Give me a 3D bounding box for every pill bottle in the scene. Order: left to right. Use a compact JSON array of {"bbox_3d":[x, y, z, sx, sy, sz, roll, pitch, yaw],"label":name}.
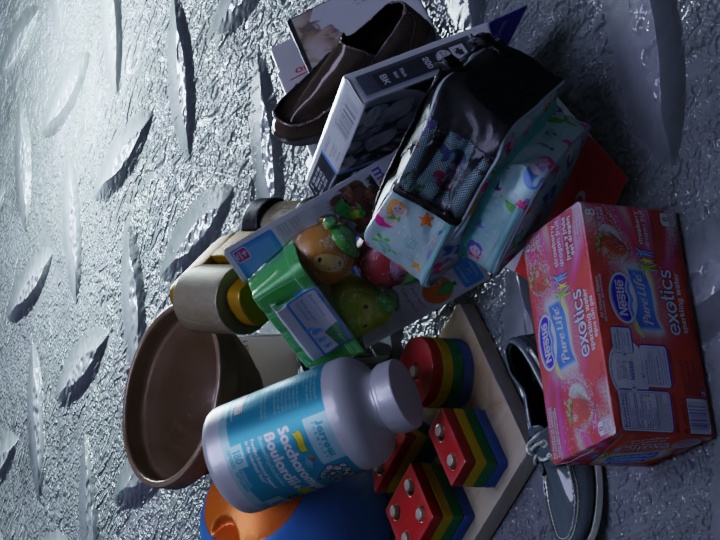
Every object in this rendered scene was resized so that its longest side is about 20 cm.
[{"bbox_3d":[-0.043,0.151,1.674,0.200,0.111,0.111,-24,58,20],"label":"pill bottle"}]

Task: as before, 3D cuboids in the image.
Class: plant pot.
[{"bbox_3d":[-0.168,0.139,1.880,0.201,0.093,0.201,-22,61,49],"label":"plant pot"}]

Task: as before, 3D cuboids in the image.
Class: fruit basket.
[{"bbox_3d":[0.000,0.000,1.666,0.200,0.185,0.094,-26,36,12],"label":"fruit basket"}]

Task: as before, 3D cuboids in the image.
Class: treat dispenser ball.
[{"bbox_3d":[-0.067,0.267,1.824,0.201,0.201,0.201,-18,69,61],"label":"treat dispenser ball"}]

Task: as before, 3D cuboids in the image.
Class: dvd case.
[{"bbox_3d":[0.011,-0.233,1.852,0.018,0.143,0.200,61,-175,-48],"label":"dvd case"}]

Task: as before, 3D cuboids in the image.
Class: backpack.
[{"bbox_3d":[0.096,-0.081,1.525,0.151,0.178,0.200,38,125,6],"label":"backpack"}]

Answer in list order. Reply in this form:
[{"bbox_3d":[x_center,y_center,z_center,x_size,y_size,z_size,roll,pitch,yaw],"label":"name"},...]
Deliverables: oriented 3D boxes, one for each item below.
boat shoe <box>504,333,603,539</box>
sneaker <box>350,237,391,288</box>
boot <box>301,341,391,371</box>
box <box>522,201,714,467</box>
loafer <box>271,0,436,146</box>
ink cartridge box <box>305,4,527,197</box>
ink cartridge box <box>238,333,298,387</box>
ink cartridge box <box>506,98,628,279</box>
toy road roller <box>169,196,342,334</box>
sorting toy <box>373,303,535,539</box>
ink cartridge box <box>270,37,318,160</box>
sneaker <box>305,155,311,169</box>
[{"bbox_3d":[0.164,0.149,1.541,0.073,0.062,0.200,-37,54,56],"label":"boat shoe"},{"bbox_3d":[0.048,-0.041,1.762,0.082,0.074,0.200,20,94,25],"label":"sneaker"},{"bbox_3d":[-0.016,0.143,1.902,0.200,0.077,0.139,-157,69,-76],"label":"boot"},{"bbox_3d":[0.208,0.054,1.432,0.095,0.100,0.200,-38,53,55],"label":"box"},{"bbox_3d":[-0.017,-0.208,1.784,0.200,0.071,0.073,-42,48,-9],"label":"loafer"},{"bbox_3d":[0.057,-0.150,1.638,0.043,0.200,0.198,59,157,17],"label":"ink cartridge box"},{"bbox_3d":[-0.120,0.183,2.020,0.200,0.084,0.146,109,154,-57],"label":"ink cartridge box"},{"bbox_3d":[0.155,-0.073,1.616,0.200,0.050,0.161,-118,42,-51],"label":"ink cartridge box"},{"bbox_3d":[-0.080,0.021,1.798,0.123,0.200,0.146,0,127,51],"label":"toy road roller"},{"bbox_3d":[0.074,0.168,1.708,0.200,0.069,0.199,-64,33,35],"label":"sorting toy"},{"bbox_3d":[-0.013,-0.181,1.881,0.067,0.116,0.200,60,-174,-48],"label":"ink cartridge box"},{"bbox_3d":[-0.001,-0.115,1.909,0.081,0.076,0.200,-65,33,17],"label":"sneaker"}]
